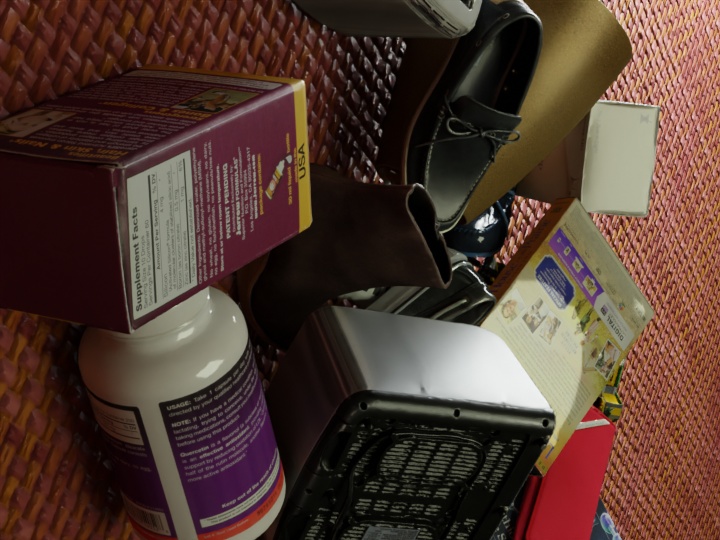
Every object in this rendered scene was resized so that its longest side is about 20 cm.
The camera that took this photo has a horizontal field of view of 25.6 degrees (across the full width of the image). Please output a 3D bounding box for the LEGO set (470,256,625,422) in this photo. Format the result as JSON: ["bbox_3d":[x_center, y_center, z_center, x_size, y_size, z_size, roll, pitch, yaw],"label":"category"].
[{"bbox_3d":[0.162,0.064,1.506,0.116,0.200,0.154,13,102,-51],"label":"LEGO set"}]

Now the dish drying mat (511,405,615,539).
[{"bbox_3d":[0.179,0.192,1.387,0.077,0.018,0.200,40,44,-18],"label":"dish drying mat"}]

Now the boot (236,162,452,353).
[{"bbox_3d":[-0.011,0.004,1.172,0.072,0.166,0.200,-59,145,-35],"label":"boot"}]

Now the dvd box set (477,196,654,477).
[{"bbox_3d":[0.164,0.057,1.377,0.146,0.029,0.200,51,62,-24],"label":"dvd box set"}]

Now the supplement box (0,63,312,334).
[{"bbox_3d":[-0.133,-0.051,0.964,0.200,0.131,0.104,-33,127,-53],"label":"supplement box"}]

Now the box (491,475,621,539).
[{"bbox_3d":[0.115,0.228,1.399,0.200,0.107,0.149,-18,78,-48],"label":"box"}]

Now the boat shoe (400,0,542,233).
[{"bbox_3d":[0.088,-0.121,1.244,0.074,0.062,0.201,17,100,-30],"label":"boat shoe"}]

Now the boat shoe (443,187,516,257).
[{"bbox_3d":[0.102,-0.072,1.451,0.200,0.084,0.069,-75,174,-66],"label":"boat shoe"}]

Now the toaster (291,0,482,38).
[{"bbox_3d":[0.014,-0.243,1.181,0.200,0.129,0.114,28,73,-61],"label":"toaster"}]

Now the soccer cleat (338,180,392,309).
[{"bbox_3d":[0.000,0.000,1.311,0.085,0.069,0.200,-25,153,-10],"label":"soccer cleat"}]

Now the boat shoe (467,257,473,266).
[{"bbox_3d":[0.056,0.075,1.440,0.070,0.070,0.201,-160,-97,-80],"label":"boat shoe"}]

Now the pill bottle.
[{"bbox_3d":[-0.120,0.087,1.054,0.113,0.112,0.201,-50,140,-43],"label":"pill bottle"}]

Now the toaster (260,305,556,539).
[{"bbox_3d":[0.015,0.136,1.174,0.199,0.119,0.181,8,123,-27],"label":"toaster"}]

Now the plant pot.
[{"bbox_3d":[0.102,-0.147,1.354,0.200,0.186,0.186,-58,148,-10],"label":"plant pot"}]

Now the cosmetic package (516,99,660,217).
[{"bbox_3d":[0.199,-0.113,1.500,0.073,0.200,0.104,3,96,-19],"label":"cosmetic package"}]

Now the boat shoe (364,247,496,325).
[{"bbox_3d":[0.026,0.069,1.287,0.200,0.071,0.072,-46,150,2],"label":"boat shoe"}]
